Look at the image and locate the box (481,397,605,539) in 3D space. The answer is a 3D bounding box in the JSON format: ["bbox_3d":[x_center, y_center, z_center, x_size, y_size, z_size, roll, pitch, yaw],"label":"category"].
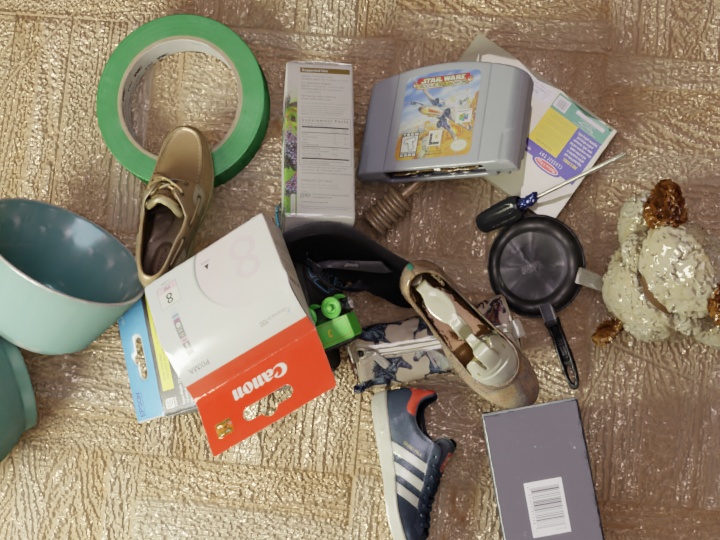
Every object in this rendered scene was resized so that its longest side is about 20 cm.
[{"bbox_3d":[0.194,0.245,1.646,0.103,0.182,0.203,-10,81,3],"label":"box"}]

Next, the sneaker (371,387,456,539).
[{"bbox_3d":[0.068,0.225,1.714,0.083,0.075,0.203,-11,80,8],"label":"sneaker"}]

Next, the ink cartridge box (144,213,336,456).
[{"bbox_3d":[-0.128,0.065,1.629,0.161,0.057,0.202,-31,55,15],"label":"ink cartridge box"}]

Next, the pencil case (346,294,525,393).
[{"bbox_3d":[0.082,0.081,1.728,0.197,0.089,0.079,-11,96,3],"label":"pencil case"}]

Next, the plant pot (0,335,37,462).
[{"bbox_3d":[-0.439,0.139,1.731,0.133,0.200,0.202,-18,79,-25],"label":"plant pot"}]

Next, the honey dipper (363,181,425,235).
[{"bbox_3d":[0.087,-0.119,1.768,0.200,0.038,0.038,-42,80,8],"label":"honey dipper"}]

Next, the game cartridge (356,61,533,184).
[{"bbox_3d":[0.093,-0.166,1.744,0.198,0.041,0.135,-3,69,29],"label":"game cartridge"}]

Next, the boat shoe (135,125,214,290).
[{"bbox_3d":[-0.206,-0.073,1.735,0.070,0.065,0.203,4,72,7],"label":"boat shoe"}]

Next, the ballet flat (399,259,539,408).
[{"bbox_3d":[0.113,0.072,1.652,0.200,0.067,0.068,45,89,2],"label":"ballet flat"}]

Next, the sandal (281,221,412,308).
[{"bbox_3d":[0.001,0.000,1.709,0.198,0.076,0.043,22,52,-27],"label":"sandal"}]

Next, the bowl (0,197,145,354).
[{"bbox_3d":[-0.349,0.019,1.741,0.200,0.201,0.106,33,111,9],"label":"bowl"}]

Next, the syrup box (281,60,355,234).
[{"bbox_3d":[-0.048,-0.128,1.741,0.080,0.079,0.202,1,62,-6],"label":"syrup box"}]

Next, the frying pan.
[{"bbox_3d":[0.192,0.033,1.752,0.113,0.031,0.193,4,91,20],"label":"frying pan"}]

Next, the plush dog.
[{"bbox_3d":[0.327,0.006,1.656,0.159,0.172,0.201,-31,78,-23],"label":"plush dog"}]

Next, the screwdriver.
[{"bbox_3d":[0.207,-0.091,1.724,0.199,0.028,0.029,-32,107,35],"label":"screwdriver"}]

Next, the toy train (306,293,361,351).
[{"bbox_3d":[-0.089,0.082,1.661,0.198,0.042,0.057,-24,88,19],"label":"toy train"}]

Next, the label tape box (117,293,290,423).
[{"bbox_3d":[-0.169,0.079,1.757,0.198,0.066,0.145,-18,79,27],"label":"label tape box"}]

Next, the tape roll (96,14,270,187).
[{"bbox_3d":[-0.205,-0.193,1.817,0.197,0.048,0.203,-1,81,5],"label":"tape roll"}]

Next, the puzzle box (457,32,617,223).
[{"bbox_3d":[0.176,-0.160,1.787,0.199,0.025,0.134,37,86,9],"label":"puzzle box"}]

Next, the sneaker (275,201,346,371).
[{"bbox_3d":[-0.041,0.014,1.758,0.081,0.073,0.203,-11,84,-5],"label":"sneaker"}]
